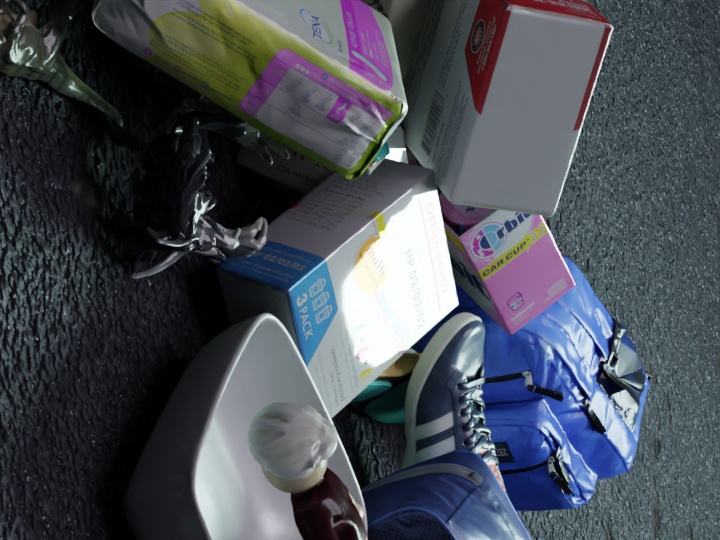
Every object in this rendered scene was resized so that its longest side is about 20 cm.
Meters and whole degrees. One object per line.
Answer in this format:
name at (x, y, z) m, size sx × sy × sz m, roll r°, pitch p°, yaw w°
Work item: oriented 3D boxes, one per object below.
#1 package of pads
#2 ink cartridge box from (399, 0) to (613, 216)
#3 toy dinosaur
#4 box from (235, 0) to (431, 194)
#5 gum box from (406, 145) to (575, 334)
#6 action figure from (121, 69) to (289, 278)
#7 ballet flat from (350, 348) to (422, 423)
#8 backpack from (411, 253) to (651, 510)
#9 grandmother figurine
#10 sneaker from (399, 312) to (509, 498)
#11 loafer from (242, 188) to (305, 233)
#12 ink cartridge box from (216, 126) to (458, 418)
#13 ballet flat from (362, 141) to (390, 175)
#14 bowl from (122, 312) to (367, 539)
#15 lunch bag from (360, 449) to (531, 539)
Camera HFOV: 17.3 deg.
package of pads at (-0.069, -0.151, 1.450) m, size 0.200 × 0.068 × 0.155 m, roll 30°, pitch 22°, yaw -18°
ink cartridge box at (0.087, -0.146, 1.658) m, size 0.200 × 0.084 × 0.145 m, roll -123°, pitch -135°, yaw -59°
toy dinosaur at (-0.192, -0.147, 1.397) m, size 0.200 × 0.047 × 0.088 m, roll 27°, pitch 59°, yaw -67°
box at (-0.012, -0.154, 1.644) m, size 0.068 × 0.082 × 0.200 m, roll -13°, pitch 123°, yaw -66°
gum box at (0.069, -0.055, 1.796) m, size 0.200 × 0.066 × 0.114 m, roll 46°, pitch -10°, yaw 47°
action figure at (-0.093, -0.066, 1.493) m, size 0.102 × 0.119 × 0.200 m, roll 17°, pitch 44°, yaw -14°
ballet flat at (0.010, 0.069, 1.734) m, size 0.200 × 0.069 × 0.063 m, roll 21°, pitch 46°, yaw -65°
backpack at (0.126, 0.082, 1.867) m, size 0.200 × 0.162 × 0.168 m, roll 60°, pitch 33°, yaw -39°
grandmother figurine at (-0.016, 0.169, 1.458) m, size 0.121 × 0.060 × 0.200 m, roll -119°, pitch -175°, yaw -68°
sneaker at (0.076, 0.133, 1.728) m, size 0.075 × 0.084 × 0.201 m, roll -14°, pitch 120°, yaw -53°
loafer at (-0.019, -0.028, 1.706) m, size 0.200 × 0.063 × 0.072 m, roll -5°, pitch 86°, yaw -67°
ink cartridge box at (0.000, 0.000, 1.611) m, size 0.200 × 0.068 × 0.115 m, roll -41°, pitch 133°, yaw -37°
ballet flat at (-0.055, -0.132, 1.594) m, size 0.200 × 0.072 × 0.072 m, roll 56°, pitch 18°, yaw 17°
bowl at (-0.075, 0.152, 1.484) m, size 0.200 × 0.074 × 0.200 m, roll 65°, pitch 27°, yaw -27°
lunch bag at (0.063, 0.235, 1.654) m, size 0.200 × 0.136 × 0.132 m, roll 62°, pitch 26°, yaw -8°
